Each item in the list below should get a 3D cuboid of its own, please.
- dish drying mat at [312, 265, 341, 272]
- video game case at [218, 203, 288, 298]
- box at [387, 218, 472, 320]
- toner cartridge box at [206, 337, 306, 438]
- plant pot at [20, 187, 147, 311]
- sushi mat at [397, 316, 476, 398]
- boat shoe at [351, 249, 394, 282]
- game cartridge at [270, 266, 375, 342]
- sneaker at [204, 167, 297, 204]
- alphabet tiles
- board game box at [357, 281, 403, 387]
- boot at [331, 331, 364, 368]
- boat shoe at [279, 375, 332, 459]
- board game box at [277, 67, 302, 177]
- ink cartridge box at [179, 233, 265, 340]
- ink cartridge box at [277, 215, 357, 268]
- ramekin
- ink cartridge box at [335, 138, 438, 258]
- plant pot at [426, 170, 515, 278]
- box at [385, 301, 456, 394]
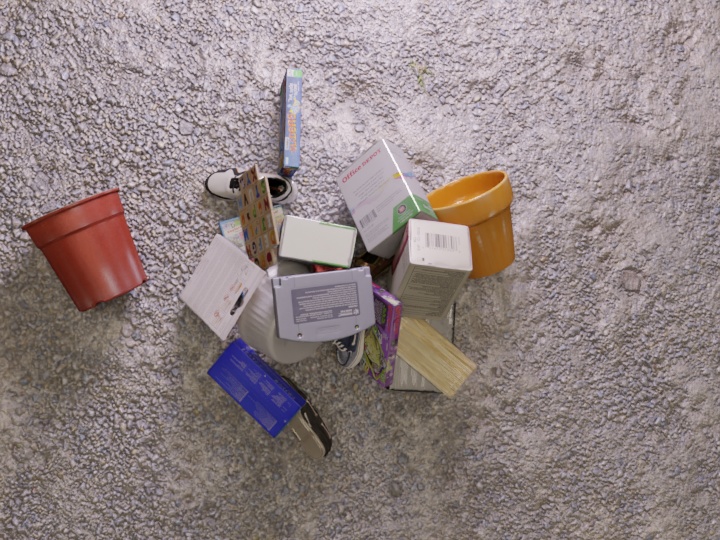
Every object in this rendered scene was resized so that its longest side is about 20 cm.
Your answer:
[{"bbox_3d":[-0.065,0.016,1.555,0.076,0.018,0.202,-6,89,-8],"label":"dish drying mat"},{"bbox_3d":[-0.210,-0.029,1.536,0.142,0.018,0.202,-18,91,-8],"label":"video game case"},{"bbox_3d":[0.136,0.002,1.435,0.126,0.201,0.110,7,56,-9],"label":"box"},{"bbox_3d":[-0.218,0.246,1.483,0.200,0.043,0.095,43,104,5],"label":"toner cartridge box"},{"bbox_3d":[-0.534,-0.036,1.409,0.199,0.201,0.197,-25,99,-8],"label":"plant pot"},{"bbox_3d":[0.148,0.176,1.508,0.200,0.012,0.096,40,83,-6],"label":"sushi mat"},{"bbox_3d":[0.000,0.000,1.518,0.200,0.072,0.068,-44,138,-25],"label":"boat shoe"},{"bbox_3d":[-0.070,0.069,1.359,0.198,0.041,0.135,-6,90,-20],"label":"game cartridge"},{"bbox_3d":[-0.235,-0.184,1.500,0.198,0.080,0.075,3,90,1],"label":"sneaker"},{"bbox_3d":[-0.208,-0.101,1.409,0.006,0.166,0.202,-9,86,-31],"label":"alphabet tiles"},{"bbox_3d":[0.032,0.130,1.477,0.032,0.120,0.202,-13,124,-32],"label":"board game box"},{"bbox_3d":[-0.040,0.134,1.477,0.090,0.073,0.201,-16,133,-35],"label":"boot"},{"bbox_3d":[-0.127,0.312,1.526,0.067,0.057,0.201,-31,89,28],"label":"boat shoe"},{"bbox_3d":[-0.150,-0.308,1.493,0.034,0.135,0.202,2,87,-12],"label":"board game box"},{"bbox_3d":[-0.272,0.036,1.437,0.050,0.199,0.162,30,92,-49],"label":"ink cartridge box"},{"bbox_3d":[-0.095,-0.055,1.445,0.145,0.200,0.084,9,89,-7],"label":"ink cartridge box"},{"bbox_3d":[-0.144,0.092,1.444,0.097,0.200,0.201,31,82,36],"label":"ramekin"},{"bbox_3d":[0.052,-0.150,1.476,0.145,0.087,0.201,-38,62,24],"label":"ink cartridge box"},{"bbox_3d":[0.249,-0.092,1.530,0.199,0.200,0.185,-25,108,-8],"label":"plant pot"},{"bbox_3d":[0.129,0.163,1.550,0.140,0.079,0.202,5,87,-6],"label":"box"}]
